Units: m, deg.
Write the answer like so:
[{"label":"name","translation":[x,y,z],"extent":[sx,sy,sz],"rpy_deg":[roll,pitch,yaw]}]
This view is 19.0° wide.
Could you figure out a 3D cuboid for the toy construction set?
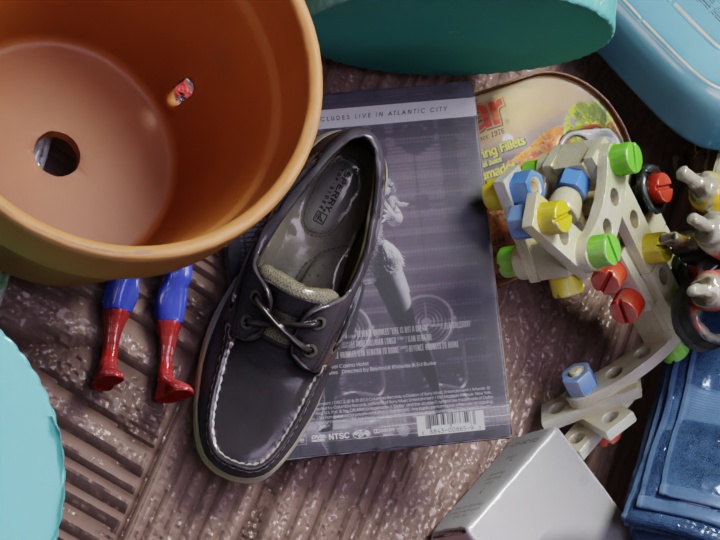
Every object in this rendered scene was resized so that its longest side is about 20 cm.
[{"label":"toy construction set","translation":[0.138,0.009,1.219],"extent":[0.131,0.091,0.201],"rpy_deg":[-57,141,-43]}]

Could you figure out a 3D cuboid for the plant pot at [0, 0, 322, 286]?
[{"label":"plant pot","translation":[-0.135,-0.078,1.047],"extent":[0.198,0.140,0.202],"rpy_deg":[8,68,-21]}]

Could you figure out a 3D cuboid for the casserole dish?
[{"label":"casserole dish","translation":[0.200,-0.161,1.314],"extent":[0.121,0.039,0.200],"rpy_deg":[-30,68,-23]}]

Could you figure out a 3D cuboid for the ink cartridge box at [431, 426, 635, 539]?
[{"label":"ink cartridge box","translation":[0.109,0.222,1.217],"extent":[0.176,0.045,0.200],"rpy_deg":[-44,102,-32]}]

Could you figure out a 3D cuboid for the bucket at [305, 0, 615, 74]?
[{"label":"bucket","translation":[0.052,-0.194,1.187],"extent":[0.206,0.207,0.136],"rpy_deg":[6,79,-29]}]

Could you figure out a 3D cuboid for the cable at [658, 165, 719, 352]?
[{"label":"cable","translation":[0.237,0.002,1.233],"extent":[0.199,0.050,0.098],"rpy_deg":[9,77,-43]}]

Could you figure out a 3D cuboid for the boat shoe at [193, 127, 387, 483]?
[{"label":"boat shoe","translation":[-0.037,0.014,1.139],"extent":[0.071,0.065,0.201],"rpy_deg":[24,80,0]}]

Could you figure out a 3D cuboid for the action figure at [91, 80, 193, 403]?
[{"label":"action figure","translation":[-0.105,-0.034,1.151],"extent":[0.065,0.052,0.202],"rpy_deg":[11,71,-23]}]

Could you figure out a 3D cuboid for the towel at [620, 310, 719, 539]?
[{"label":"towel","translation":[0.227,0.088,1.268],"extent":[0.111,0.049,0.201],"rpy_deg":[15,50,9]}]

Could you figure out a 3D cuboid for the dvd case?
[{"label":"dvd case","translation":[0.000,0.000,1.186],"extent":[0.147,0.016,0.202],"rpy_deg":[-5,81,-5]}]

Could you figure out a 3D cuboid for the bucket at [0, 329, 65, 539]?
[{"label":"bucket","translation":[-0.236,0.095,0.971],"extent":[0.206,0.135,0.209],"rpy_deg":[2,85,-24]}]

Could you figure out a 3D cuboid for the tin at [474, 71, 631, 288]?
[{"label":"tin","translation":[0.077,-0.049,1.266],"extent":[0.199,0.042,0.113],"rpy_deg":[-20,93,-32]}]

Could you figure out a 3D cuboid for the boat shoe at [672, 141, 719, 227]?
[{"label":"boat shoe","translation":[0.232,-0.062,1.337],"extent":[0.075,0.075,0.203],"rpy_deg":[39,53,-27]}]

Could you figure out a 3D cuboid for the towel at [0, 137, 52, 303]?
[{"label":"towel","translation":[-0.233,-0.053,1.088],"extent":[0.148,0.031,0.201],"rpy_deg":[25,67,-24]}]
